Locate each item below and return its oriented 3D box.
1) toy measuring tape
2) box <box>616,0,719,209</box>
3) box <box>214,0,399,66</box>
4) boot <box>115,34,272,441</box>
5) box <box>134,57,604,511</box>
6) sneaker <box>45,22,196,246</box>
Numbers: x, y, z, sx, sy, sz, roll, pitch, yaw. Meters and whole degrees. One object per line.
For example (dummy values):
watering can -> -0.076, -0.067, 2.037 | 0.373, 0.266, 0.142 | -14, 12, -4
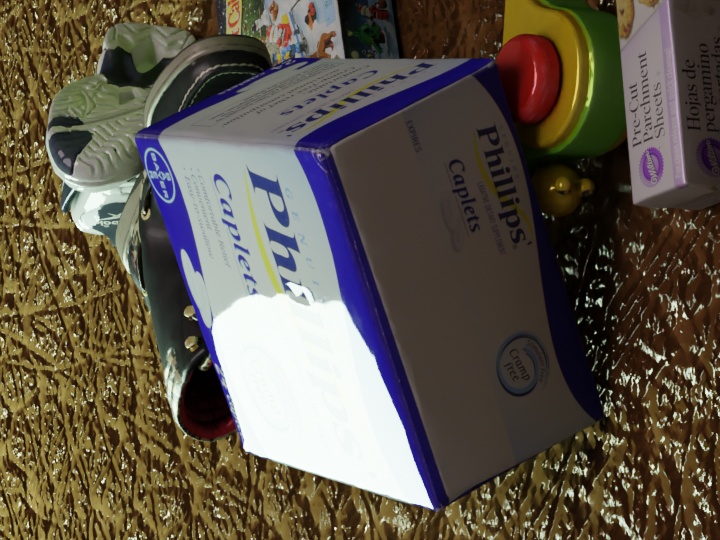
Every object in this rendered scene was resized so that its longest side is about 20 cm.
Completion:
toy measuring tape -> 0.101, -0.125, 1.105 | 0.074, 0.073, 0.200 | 4, 91, 59
box -> 0.140, -0.128, 1.066 | 0.041, 0.039, 0.200 | -21, 69, 58
box -> -0.030, -0.119, 1.352 | 0.137, 0.038, 0.200 | -34, 58, 53
boot -> -0.079, -0.016, 1.313 | 0.200, 0.073, 0.151 | 118, 143, -44
box -> 0.000, 0.000, 1.161 | 0.200, 0.105, 0.184 | 8, 120, 59
sneaker -> -0.147, -0.059, 1.462 | 0.199, 0.079, 0.130 | -89, 4, -63
